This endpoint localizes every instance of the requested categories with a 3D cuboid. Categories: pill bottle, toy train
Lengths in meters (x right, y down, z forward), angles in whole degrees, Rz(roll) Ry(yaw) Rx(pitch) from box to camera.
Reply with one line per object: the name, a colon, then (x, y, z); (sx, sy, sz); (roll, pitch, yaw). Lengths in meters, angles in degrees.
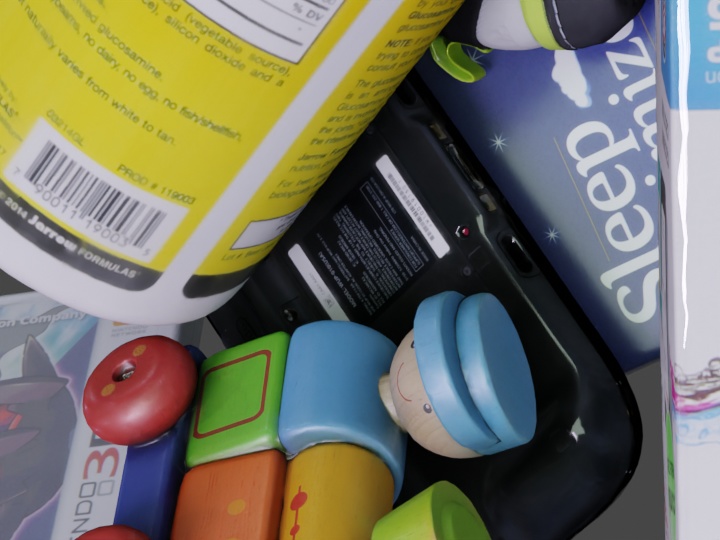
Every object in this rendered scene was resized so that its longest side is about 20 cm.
pill bottle: (-0.028, -0.089, 0.697); (0.112, 0.112, 0.200); (45, 121, 9)
toy train: (-0.015, 0.091, 0.684); (0.115, 0.201, 0.085); (-21, 127, 23)

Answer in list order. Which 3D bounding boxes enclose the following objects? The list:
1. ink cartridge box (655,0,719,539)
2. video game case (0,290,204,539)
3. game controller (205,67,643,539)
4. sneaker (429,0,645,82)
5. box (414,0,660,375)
ink cartridge box: (0.149, -0.003, 0.688); (0.145, 0.147, 0.201); (-1, 105, 5)
video game case: (-0.152, 0.079, 0.788); (0.199, 0.183, 0.023); (-8, 131, 13)
game controller: (0.000, 0.000, 0.789); (0.104, 0.042, 0.200); (-41, 75, 26)
sneaker: (0.025, -0.151, 0.745); (0.082, 0.072, 0.201); (-3, 102, 26)
box: (0.074, -0.033, 0.795); (0.199, 0.032, 0.122); (-25, 85, 13)
